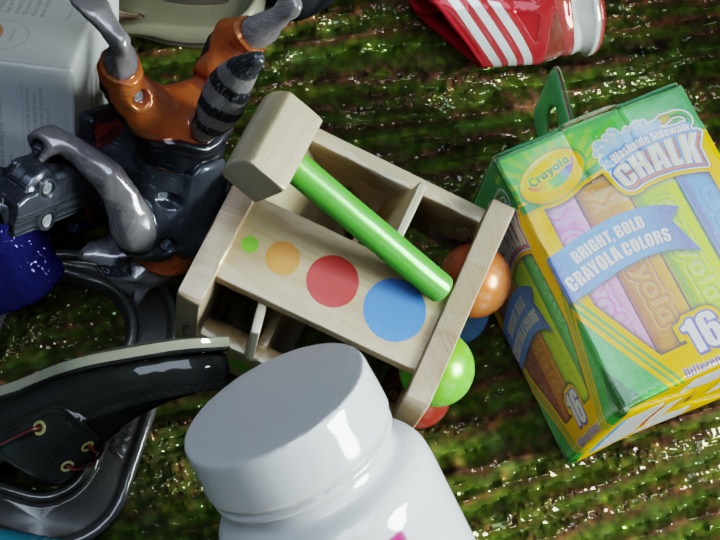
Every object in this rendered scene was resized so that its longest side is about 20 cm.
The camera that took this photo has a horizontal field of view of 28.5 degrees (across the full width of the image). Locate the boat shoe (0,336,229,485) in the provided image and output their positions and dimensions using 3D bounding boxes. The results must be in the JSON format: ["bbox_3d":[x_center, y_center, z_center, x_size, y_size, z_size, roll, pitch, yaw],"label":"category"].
[{"bbox_3d":[-0.155,0.078,0.732,0.200,0.074,0.064,-17,81,12],"label":"boat shoe"}]

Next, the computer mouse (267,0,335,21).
[{"bbox_3d":[-0.012,-0.250,0.868,0.052,0.201,0.138,-4,26,-35],"label":"computer mouse"}]

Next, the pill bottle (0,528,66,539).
[{"bbox_3d":[-0.148,0.193,0.712,0.198,0.111,0.112,10,69,0],"label":"pill bottle"}]

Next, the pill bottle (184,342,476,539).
[{"bbox_3d":[0.000,0.144,0.692,0.113,0.113,0.201,-33,112,-15],"label":"pill bottle"}]

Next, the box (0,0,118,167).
[{"bbox_3d":[-0.246,-0.118,0.801,0.198,0.098,0.125,8,40,-1],"label":"box"}]

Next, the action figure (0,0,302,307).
[{"bbox_3d":[-0.113,-0.054,0.713,0.104,0.194,0.200,39,49,21],"label":"action figure"}]

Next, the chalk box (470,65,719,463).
[{"bbox_3d":[0.138,-0.016,0.804,0.123,0.125,0.201,-22,72,-13],"label":"chalk box"}]

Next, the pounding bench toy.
[{"bbox_3d":[0.000,0.000,0.742,0.155,0.200,0.125,26,70,1],"label":"pounding bench toy"}]

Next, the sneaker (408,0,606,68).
[{"bbox_3d":[0.078,-0.223,0.884,0.115,0.078,0.201,-13,86,-6],"label":"sneaker"}]

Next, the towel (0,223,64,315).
[{"bbox_3d":[-0.262,-0.051,0.745,0.147,0.201,0.050,-18,33,16],"label":"towel"}]

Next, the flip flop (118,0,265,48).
[{"bbox_3d":[-0.158,-0.176,0.874,0.198,0.058,0.082,3,70,-2],"label":"flip flop"}]

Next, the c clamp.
[{"bbox_3d":[-0.198,0.070,0.798,0.170,0.027,0.201,21,70,3],"label":"c clamp"}]
